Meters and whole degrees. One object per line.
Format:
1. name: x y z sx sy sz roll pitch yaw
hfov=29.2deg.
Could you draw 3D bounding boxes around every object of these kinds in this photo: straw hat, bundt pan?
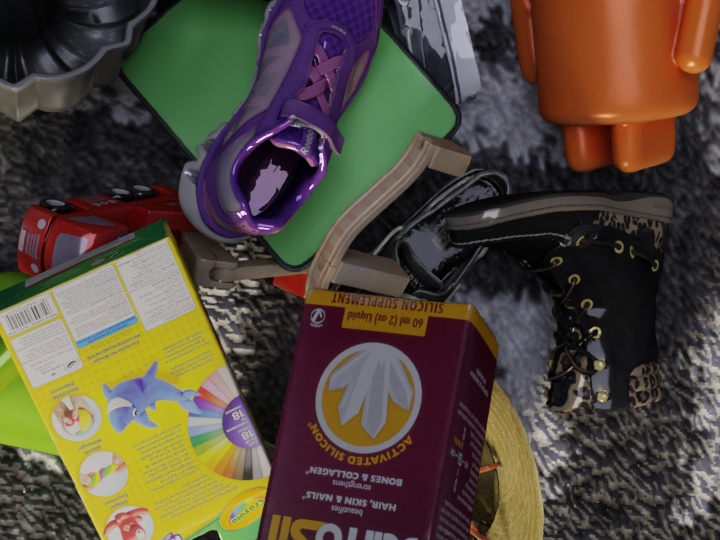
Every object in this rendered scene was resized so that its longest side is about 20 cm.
1. straw hat: 0.074 0.136 0.961 0.084 0.200 0.204 -13 87 -45
2. bundt pan: -0.228 -0.181 0.901 0.199 0.076 0.204 5 61 -8

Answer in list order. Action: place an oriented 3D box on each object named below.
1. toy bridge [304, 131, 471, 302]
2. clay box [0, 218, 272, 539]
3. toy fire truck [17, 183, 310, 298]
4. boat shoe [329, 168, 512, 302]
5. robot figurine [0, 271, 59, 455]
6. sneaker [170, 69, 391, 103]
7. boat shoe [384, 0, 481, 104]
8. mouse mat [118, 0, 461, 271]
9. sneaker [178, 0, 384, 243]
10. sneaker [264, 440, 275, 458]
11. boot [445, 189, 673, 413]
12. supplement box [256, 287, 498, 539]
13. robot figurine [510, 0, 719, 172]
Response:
1. toy bridge: 0.000 0.000 0.914 0.067 0.027 0.202 12 114 -40
2. clay box: -0.128 0.085 0.837 0.114 0.048 0.202 -23 110 -6
3. toy fire truck: -0.117 -0.014 0.934 0.140 0.199 0.049 20 108 25
4. boat shoe: 0.032 0.004 0.980 0.071 0.064 0.200 41 87 0
5. robot figurine: -0.195 0.065 0.927 0.197 0.176 0.117 8 67 20
6. sneaker: -0.066 -0.106 0.980 0.197 0.077 0.090 6 117 11
7. boat shoe: 0.028 -0.212 0.989 0.067 0.072 0.203 -17 95 -4
8. mouse mat: -0.049 -0.121 0.926 0.161 0.008 0.200 -41 83 -2
9. sneaker: -0.037 -0.102 0.861 0.080 0.088 0.202 28 91 -23
10. sneaker: -0.030 0.205 0.930 0.077 0.140 0.201 -36 90 -3
11. boot: 0.143 0.021 0.950 0.198 0.073 0.153 -3 93 -41
12. supplement box: 0.010 0.122 0.835 0.109 0.086 0.203 5 72 20
13. robot figurine: 0.177 -0.172 0.957 0.115 0.144 0.203 -7 100 -9
